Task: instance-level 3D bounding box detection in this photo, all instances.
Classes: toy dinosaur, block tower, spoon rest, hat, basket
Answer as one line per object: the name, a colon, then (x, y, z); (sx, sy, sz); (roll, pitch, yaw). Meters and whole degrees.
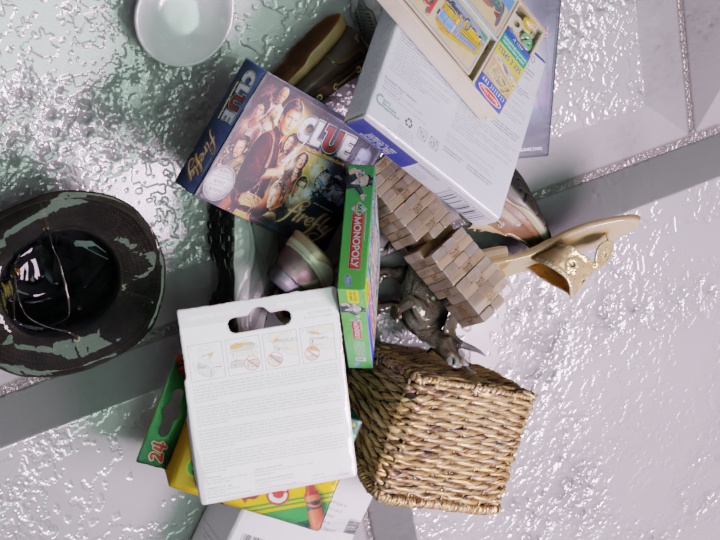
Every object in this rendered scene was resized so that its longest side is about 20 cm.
toy dinosaur: (0.068, 0.015, 1.676); (0.102, 0.077, 0.201); (5, 73, -32)
block tower: (0.072, -0.034, 1.617); (0.054, 0.058, 0.200); (-43, 99, -25)
spoon rest: (-0.158, -0.291, 1.450); (0.099, 0.061, 0.201); (4, 105, -28)
hat: (-0.291, 0.006, 1.477); (0.200, 0.081, 0.201); (-5, 108, -17)
basket: (0.067, 0.170, 1.677); (0.200, 0.143, 0.149); (11, 100, -40)

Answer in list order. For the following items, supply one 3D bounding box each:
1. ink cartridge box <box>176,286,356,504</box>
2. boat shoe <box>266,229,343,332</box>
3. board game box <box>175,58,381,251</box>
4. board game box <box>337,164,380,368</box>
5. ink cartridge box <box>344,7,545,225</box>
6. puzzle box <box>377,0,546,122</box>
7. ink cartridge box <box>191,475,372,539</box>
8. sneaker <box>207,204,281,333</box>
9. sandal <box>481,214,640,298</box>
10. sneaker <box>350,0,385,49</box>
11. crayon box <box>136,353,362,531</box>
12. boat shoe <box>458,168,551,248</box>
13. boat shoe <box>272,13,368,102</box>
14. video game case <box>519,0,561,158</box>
ink cartridge box: (-0.093, 0.119, 1.503); (0.160, 0.050, 0.201); (-9, 102, -11)
boat shoe: (-0.060, 0.027, 1.552); (0.065, 0.072, 0.200); (-38, 160, -12)
board game box: (-0.073, -0.107, 1.494); (0.200, 0.035, 0.136); (24, 98, -50)
board game box: (0.000, 0.000, 1.543); (0.029, 0.200, 0.135); (2, 66, 3)
ink cartridge box: (0.088, -0.179, 1.534); (0.196, 0.043, 0.200); (36, 59, -31)
puzzle box: (0.095, -0.261, 1.513); (0.200, 0.025, 0.133); (46, 56, -25)
ink cartridge box: (-0.081, 0.259, 1.670); (0.146, 0.084, 0.200); (23, 96, -29)
sneaker: (-0.111, 0.021, 1.579); (0.079, 0.074, 0.201); (-7, 111, -31)
sandal: (0.214, 0.001, 1.690); (0.211, 0.070, 0.078); (-13, 160, 1)
sneaker: (0.065, -0.212, 1.585); (0.099, 0.078, 0.200); (-28, 119, -20)
crayon box: (-0.114, 0.176, 1.561); (0.200, 0.051, 0.127); (19, 98, -16)
boat shoe: (0.140, -0.080, 1.672); (0.074, 0.076, 0.200); (-32, 137, 15)
boat shoe: (-0.069, -0.167, 1.533); (0.200, 0.070, 0.070); (-43, 117, -8)
video game case: (0.148, -0.217, 1.659); (0.143, 0.019, 0.201); (-7, 111, -25)
